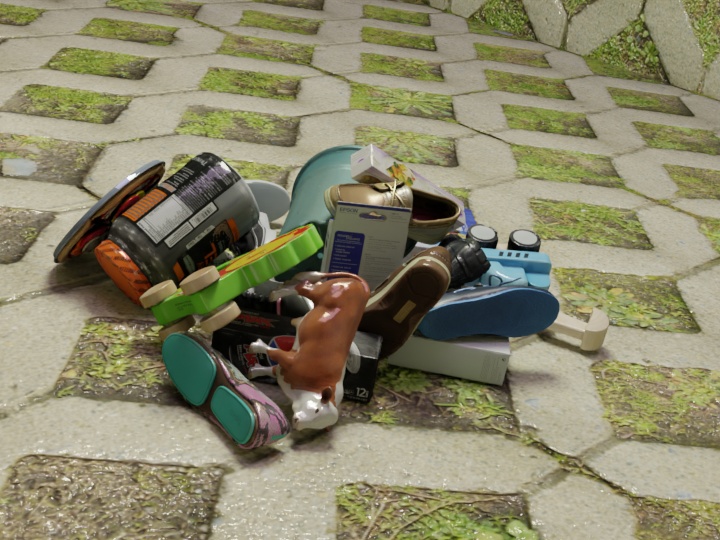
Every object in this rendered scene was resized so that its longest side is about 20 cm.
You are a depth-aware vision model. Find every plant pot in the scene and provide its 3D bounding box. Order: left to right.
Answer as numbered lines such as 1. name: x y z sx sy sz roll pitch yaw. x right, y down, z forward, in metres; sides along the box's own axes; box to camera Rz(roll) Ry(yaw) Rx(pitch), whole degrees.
1. plant pot: -0.027 -0.044 1.671 0.200 0.201 0.196 13 30 8

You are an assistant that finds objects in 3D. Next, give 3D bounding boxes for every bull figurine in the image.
1. bull figurine: -0.059 0.089 1.379 0.121 0.065 0.200 16 65 12

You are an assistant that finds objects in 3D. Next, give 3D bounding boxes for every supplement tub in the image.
1. supplement tub: -0.240 -0.052 1.585 0.200 0.123 0.122 -41 46 -19

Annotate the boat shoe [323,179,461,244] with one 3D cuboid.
1. boat shoe: 0.045 -0.087 1.581 0.200 0.066 0.074 8 54 -38

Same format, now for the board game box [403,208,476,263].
1. board game box: 0.091 -0.057 1.924 0.199 0.041 0.200 7 23 -8

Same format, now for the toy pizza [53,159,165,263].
1. toy pizza: -0.331 -0.073 1.635 0.032 0.200 0.200 47 26 -2

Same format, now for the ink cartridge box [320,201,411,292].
1. ink cartridge box: 0.000 0.000 1.546 0.099 0.201 0.039 7 26 -10

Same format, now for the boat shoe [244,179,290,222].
1. boat shoe: -0.214 -0.112 1.898 0.201 0.075 0.086 -8 24 -15

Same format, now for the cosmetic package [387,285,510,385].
1. cosmetic package: 0.117 0.074 1.613 0.150 0.052 0.200 13 23 0

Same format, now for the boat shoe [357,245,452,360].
1. boat shoe: 0.046 0.042 1.487 0.075 0.202 0.075 42 37 -11

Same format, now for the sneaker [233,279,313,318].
1. sneaker: -0.139 0.045 1.560 0.099 0.071 0.200 -11 25 -38

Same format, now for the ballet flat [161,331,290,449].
1. ballet flat: -0.148 0.136 1.355 0.071 0.069 0.200 12 18 -47

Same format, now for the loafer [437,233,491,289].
1. loafer: 0.120 -0.009 1.640 0.070 0.068 0.201 -30 4 -4

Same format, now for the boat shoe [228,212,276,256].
1. boat shoe: -0.164 -0.046 1.748 0.066 0.070 0.200 12 19 -13

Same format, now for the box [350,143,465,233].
1. box: 0.066 -0.108 1.647 0.200 0.041 0.039 29 48 -41

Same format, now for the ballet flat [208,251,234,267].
1. ballet flat: -0.245 -0.023 1.670 0.200 0.072 0.072 7 23 -7

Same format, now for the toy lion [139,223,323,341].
1. toy lion: -0.143 0.004 1.445 0.192 0.069 0.200 -33 10 -32

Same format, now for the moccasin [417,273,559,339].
1. moccasin: 0.157 0.041 1.545 0.199 0.081 0.068 1 21 -23

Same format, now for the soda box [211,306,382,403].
1. soda box: -0.077 0.100 1.458 0.199 0.064 0.071 11 23 3

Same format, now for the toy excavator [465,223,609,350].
1. toy excavator: 0.240 0.036 1.725 0.194 0.100 0.200 5 36 -7
